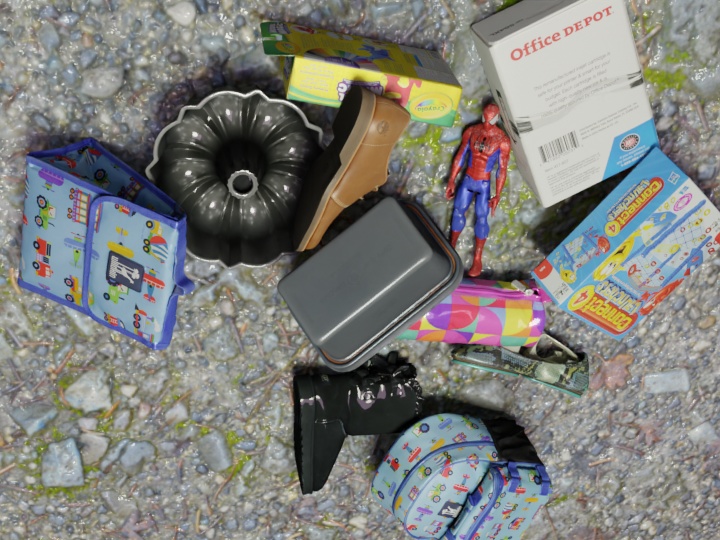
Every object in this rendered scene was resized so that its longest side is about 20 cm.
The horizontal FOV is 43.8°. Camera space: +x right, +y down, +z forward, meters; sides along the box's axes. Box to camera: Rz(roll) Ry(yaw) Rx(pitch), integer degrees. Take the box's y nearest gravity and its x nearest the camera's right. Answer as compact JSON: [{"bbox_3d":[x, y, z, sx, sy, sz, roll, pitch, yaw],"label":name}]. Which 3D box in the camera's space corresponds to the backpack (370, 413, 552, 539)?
[{"bbox_3d":[0.123,0.279,1.162,0.197,0.135,0.184,15,117,-35],"label":"backpack"}]

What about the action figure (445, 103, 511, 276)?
[{"bbox_3d":[0.132,-0.092,1.022,0.064,0.052,0.203,19,118,21],"label":"action figure"}]

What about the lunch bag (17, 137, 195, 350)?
[{"bbox_3d":[-0.247,-0.021,0.918,0.198,0.094,0.153,27,119,21],"label":"lunch bag"}]

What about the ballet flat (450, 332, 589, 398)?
[{"bbox_3d":[0.209,0.108,1.153,0.197,0.075,0.075,16,115,-20],"label":"ballet flat"}]

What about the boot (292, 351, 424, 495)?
[{"bbox_3d":[-0.005,0.200,1.159,0.159,0.074,0.201,-6,122,-14],"label":"boot"}]

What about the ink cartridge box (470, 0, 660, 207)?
[{"bbox_3d":[0.222,-0.195,0.965,0.144,0.085,0.202,-24,120,3],"label":"ink cartridge box"}]

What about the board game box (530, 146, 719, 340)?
[{"bbox_3d":[0.323,-0.022,1.049,0.196,0.056,0.199,-47,143,16],"label":"board game box"}]

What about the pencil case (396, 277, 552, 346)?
[{"bbox_3d":[0.128,0.045,1.083,0.196,0.089,0.090,1,119,-10],"label":"pencil case"}]

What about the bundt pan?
[{"bbox_3d":[-0.126,-0.107,0.957,0.198,0.076,0.205,-4,120,-7],"label":"bundt pan"}]

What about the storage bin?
[{"bbox_3d":[0.000,0.000,0.977,0.199,0.134,0.146,-37,77,3],"label":"storage bin"}]

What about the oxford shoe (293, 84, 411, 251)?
[{"bbox_3d":[-0.012,-0.087,0.889,0.070,0.072,0.201,13,135,-25],"label":"oxford shoe"}]

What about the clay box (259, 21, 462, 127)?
[{"bbox_3d":[-0.006,-0.200,0.904,0.196,0.116,0.048,7,119,-13],"label":"clay box"}]
